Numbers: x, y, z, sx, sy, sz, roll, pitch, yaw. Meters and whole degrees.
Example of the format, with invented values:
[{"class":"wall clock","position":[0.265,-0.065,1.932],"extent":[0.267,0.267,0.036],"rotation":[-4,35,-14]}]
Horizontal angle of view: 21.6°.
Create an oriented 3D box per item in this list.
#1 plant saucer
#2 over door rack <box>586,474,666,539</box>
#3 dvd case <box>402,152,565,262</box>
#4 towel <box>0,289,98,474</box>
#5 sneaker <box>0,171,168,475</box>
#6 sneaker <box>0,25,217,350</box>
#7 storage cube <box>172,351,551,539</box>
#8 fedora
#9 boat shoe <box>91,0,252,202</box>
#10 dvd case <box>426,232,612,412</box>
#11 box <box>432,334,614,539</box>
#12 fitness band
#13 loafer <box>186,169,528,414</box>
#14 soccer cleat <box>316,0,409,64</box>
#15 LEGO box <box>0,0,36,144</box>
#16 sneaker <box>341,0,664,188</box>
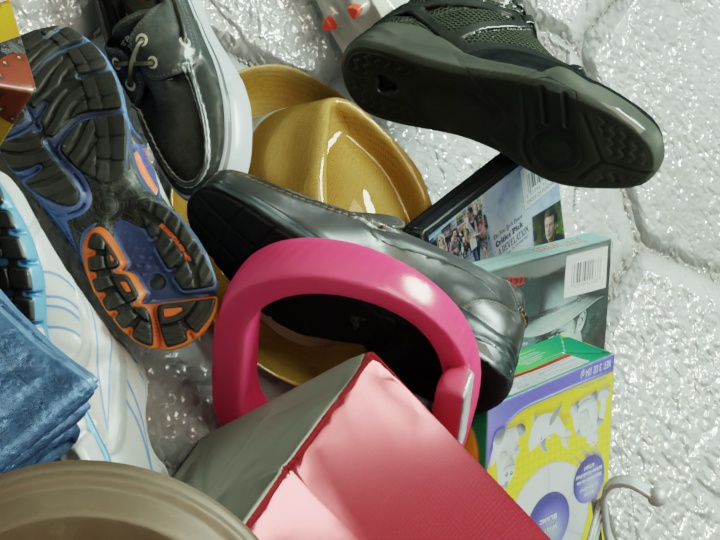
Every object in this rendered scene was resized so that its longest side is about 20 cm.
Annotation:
[{"class":"plant saucer","position":[-0.120,0.181,0.815],"extent":[0.201,0.199,0.029],"rotation":[55,5,-11]},{"class":"over door rack","position":[0.140,0.238,1.058],"extent":[0.148,0.066,0.202],"rotation":[-59,156,-54]},{"class":"dvd case","position":[0.084,0.032,1.147],"extent":[0.142,0.017,0.202],"rotation":[-37,128,-41]},{"class":"towel","position":[-0.224,0.024,0.889],"extent":[0.200,0.049,0.111],"rotation":[46,50,6]},{"class":"sneaker","position":[-0.156,0.041,0.977],"extent":[0.086,0.074,0.202],"rotation":[-23,95,-53]},{"class":"sneaker","position":[-0.139,-0.040,1.015],"extent":[0.075,0.078,0.201],"rotation":[-25,77,-5]},{"class":"storage cube","position":[-0.019,0.178,0.954],"extent":[0.180,0.200,0.171],"rotation":[46,52,-11]},{"class":"fedora","position":[-0.016,-0.033,1.100],"extent":[0.199,0.082,0.203],"rotation":[15,65,-36]},{"class":"boat shoe","position":[-0.117,-0.128,1.052],"extent":[0.056,0.068,0.202],"rotation":[7,59,-50]},{"class":"dvd case","position":[0.093,0.087,1.133],"extent":[0.145,0.022,0.202],"rotation":[-14,114,-43]},{"class":"box","position":[0.093,0.151,1.106],"extent":[0.117,0.048,0.202],"rotation":[-19,118,-42]},{"class":"fitness band","position":[-0.009,0.059,1.002],"extent":[0.142,0.201,0.038],"rotation":[20,52,9]},{"class":"loafer","position":[0.000,0.000,1.022],"extent":[0.199,0.073,0.073],"rotation":[32,50,-7]},{"class":"soccer cleat","position":[-0.016,-0.218,1.182],"extent":[0.078,0.069,0.201],"rotation":[-41,110,-46]},{"class":"LEGO box","position":[-0.271,-0.129,0.891],"extent":[0.199,0.077,0.150],"rotation":[7,48,-39]},{"class":"sneaker","position":[0.099,-0.119,1.119],"extent":[0.114,0.198,0.077],"rotation":[-50,149,-38]}]
